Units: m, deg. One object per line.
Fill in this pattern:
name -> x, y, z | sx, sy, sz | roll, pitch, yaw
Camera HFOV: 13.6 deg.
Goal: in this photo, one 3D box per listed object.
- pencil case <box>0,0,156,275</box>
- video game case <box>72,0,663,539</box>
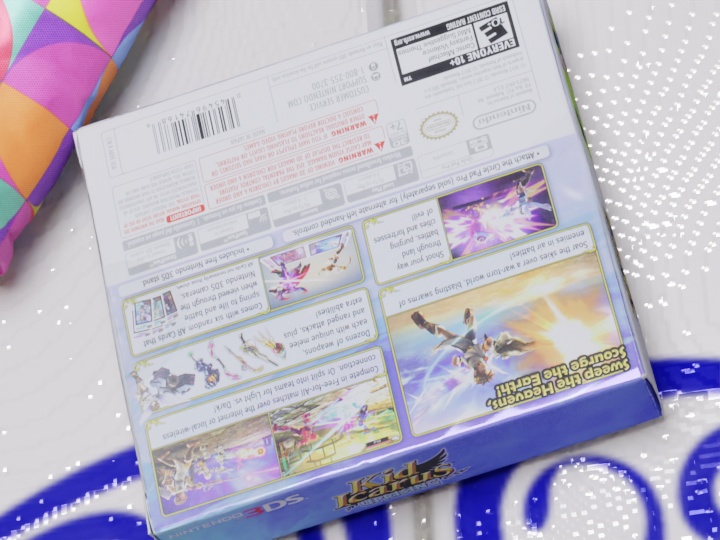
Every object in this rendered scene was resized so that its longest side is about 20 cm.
pencil case -> -0.139, -0.096, 1.242 | 0.088, 0.088, 0.201 | 19, 72, 23
video game case -> 0.000, 0.000, 1.177 | 0.199, 0.045, 0.182 | -18, 61, 8
